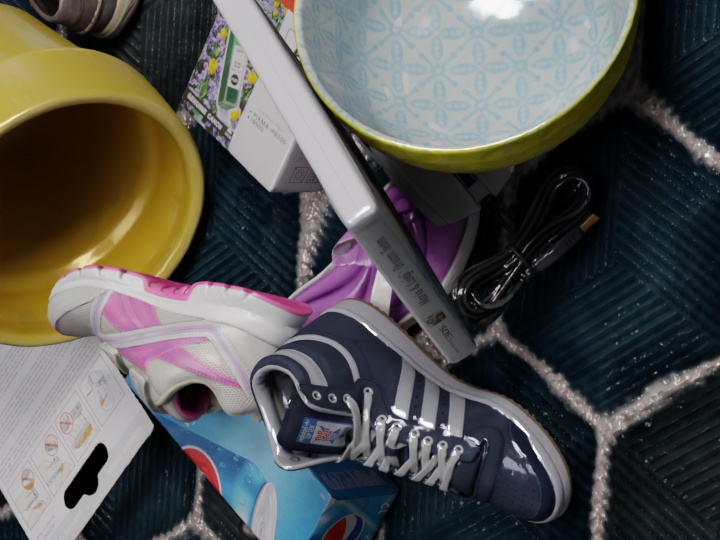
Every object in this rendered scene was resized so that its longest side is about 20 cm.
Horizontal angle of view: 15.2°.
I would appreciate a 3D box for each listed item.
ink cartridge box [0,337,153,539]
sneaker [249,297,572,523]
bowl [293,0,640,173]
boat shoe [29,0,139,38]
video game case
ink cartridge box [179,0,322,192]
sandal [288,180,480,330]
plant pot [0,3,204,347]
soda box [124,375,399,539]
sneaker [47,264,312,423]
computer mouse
[{"bbox_3d":[-0.217,0.086,1.916,0.200,0.057,0.163,51,124,24],"label":"ink cartridge box"},{"bbox_3d":[0.023,0.100,1.608,0.200,0.108,0.070,37,131,25],"label":"sneaker"},{"bbox_3d":[0.070,-0.133,1.561,0.200,0.108,0.200,-6,63,12],"label":"bowl"},{"bbox_3d":[-0.226,-0.245,1.892,0.200,0.073,0.075,53,125,30],"label":"boat shoe"},{"bbox_3d":[-0.010,-0.059,1.570,0.024,0.182,0.200,-33,56,3],"label":"video game case"},{"bbox_3d":[-0.034,-0.161,1.720,0.109,0.050,0.200,44,121,35],"label":"ink cartridge box"},{"bbox_3d":[0.004,0.006,1.687,0.203,0.050,0.083,-50,60,32],"label":"sandal"},{"bbox_3d":[-0.231,-0.081,1.829,0.189,0.201,0.201,52,125,45],"label":"plant pot"},{"bbox_3d":[-0.066,0.106,1.751,0.200,0.064,0.068,46,121,34],"label":"soda box"},{"bbox_3d":[-0.125,0.049,1.707,0.200,0.081,0.088,7,85,40],"label":"sneaker"},{"bbox_3d":[0.051,-0.066,1.620,0.110,0.044,0.200,-43,56,2],"label":"computer mouse"}]
